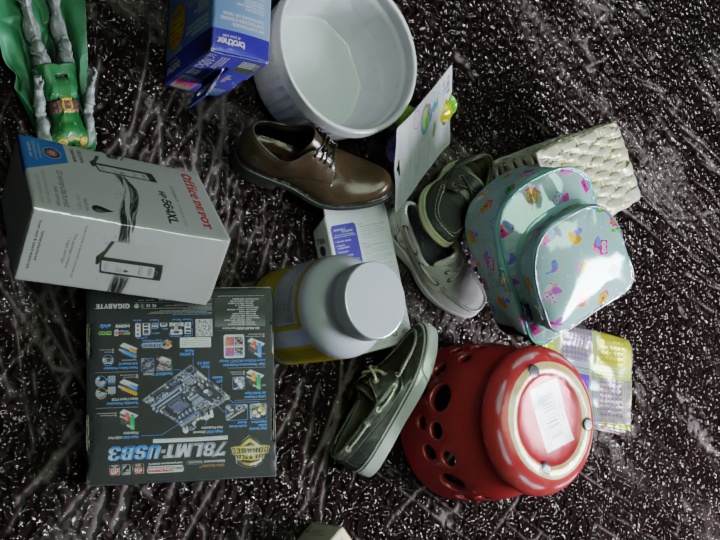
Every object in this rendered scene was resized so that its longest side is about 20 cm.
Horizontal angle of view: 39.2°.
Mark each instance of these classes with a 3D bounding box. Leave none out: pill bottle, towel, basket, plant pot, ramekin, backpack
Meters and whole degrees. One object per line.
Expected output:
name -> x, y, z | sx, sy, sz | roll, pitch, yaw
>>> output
pill bottle -> -0.041, 0.044, 1.125 | 0.111, 0.199, 0.114 | 6, 79, -35
towel -> 0.328, 0.154, 1.476 | 0.198, 0.023, 0.146 | 16, 74, -32
basket -> 0.282, -0.117, 1.425 | 0.198, 0.123, 0.137 | -23, 94, -34
plant pot -> 0.174, 0.189, 1.268 | 0.198, 0.182, 0.204 | 5, 80, -32
ramekin -> -0.038, -0.252, 1.234 | 0.198, 0.104, 0.204 | 6, 79, -33
backpack -> 0.231, -0.028, 1.253 | 0.174, 0.153, 0.202 | -29, 101, -17

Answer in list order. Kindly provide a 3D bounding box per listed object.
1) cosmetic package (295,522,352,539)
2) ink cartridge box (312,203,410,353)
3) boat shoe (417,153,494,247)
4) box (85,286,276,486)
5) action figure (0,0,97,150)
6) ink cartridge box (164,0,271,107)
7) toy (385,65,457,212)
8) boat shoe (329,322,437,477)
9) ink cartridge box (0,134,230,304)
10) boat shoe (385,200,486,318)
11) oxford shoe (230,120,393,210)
cosmetic package -> -0.017, 0.402, 1.165 | 0.103, 0.073, 0.201 | -43, 106, -32
ink cartridge box -> 0.000, 0.000, 1.261 | 0.098, 0.039, 0.203 | -10, 90, -35
boat shoe -> 0.129, -0.102, 1.307 | 0.072, 0.066, 0.201 | 48, 32, -10
box -> -0.188, 0.120, 1.064 | 0.197, 0.050, 0.202 | -1, 84, -12
action figure -> -0.318, -0.195, 1.063 | 0.117, 0.054, 0.203 | -14, 95, -38
ink cartridge box -> -0.160, -0.283, 1.133 | 0.075, 0.136, 0.204 | 6, 79, -32
toy -> 0.068, -0.175, 1.297 | 0.200, 0.047, 0.117 | -49, 146, -47
boat shoe -> 0.029, 0.148, 1.223 | 0.063, 0.070, 0.202 | 31, 79, -22
ink cartridge box -> -0.248, -0.050, 1.018 | 0.197, 0.146, 0.085 | 9, 120, -31
boat shoe -> 0.104, -0.012, 1.316 | 0.200, 0.069, 0.071 | 44, 61, -21
oxford shoe -> -0.048, -0.124, 1.186 | 0.197, 0.085, 0.074 | 12, 59, -18
